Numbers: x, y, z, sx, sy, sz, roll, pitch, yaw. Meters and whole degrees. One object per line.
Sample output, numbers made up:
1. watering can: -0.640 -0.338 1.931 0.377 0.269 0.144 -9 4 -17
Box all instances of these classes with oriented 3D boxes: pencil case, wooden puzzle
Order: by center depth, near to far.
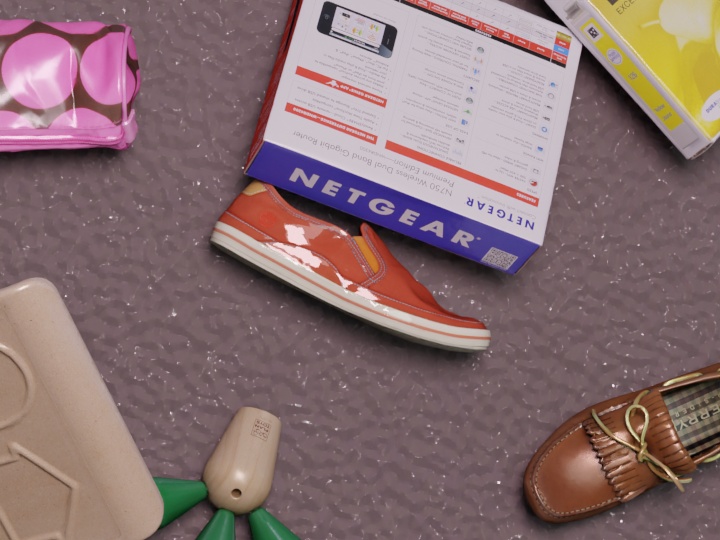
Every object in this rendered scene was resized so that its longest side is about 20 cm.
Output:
1. wooden puzzle: -0.241 0.103 1.202 0.200 0.046 0.185 -18 116 10
2. pencil case: -0.239 -0.112 1.281 0.200 0.091 0.094 -5 46 -13

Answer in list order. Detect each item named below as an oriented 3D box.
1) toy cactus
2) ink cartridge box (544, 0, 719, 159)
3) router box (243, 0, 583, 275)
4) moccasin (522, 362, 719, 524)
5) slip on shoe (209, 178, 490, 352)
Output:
1. toy cactus: -0.092 0.163 1.273 0.200 0.102 0.165 19 66 0
2. ink cartridge box: 0.226 -0.210 1.418 0.200 0.047 0.198 49 58 -4
3. router box: 0.039 -0.114 1.347 0.200 0.049 0.180 21 59 -10
4. moccasin: 0.202 0.115 1.357 0.201 0.078 0.074 -17 85 -17
5. slip on shoe: 0.000 0.000 1.328 0.200 0.074 0.061 27 85 -3
